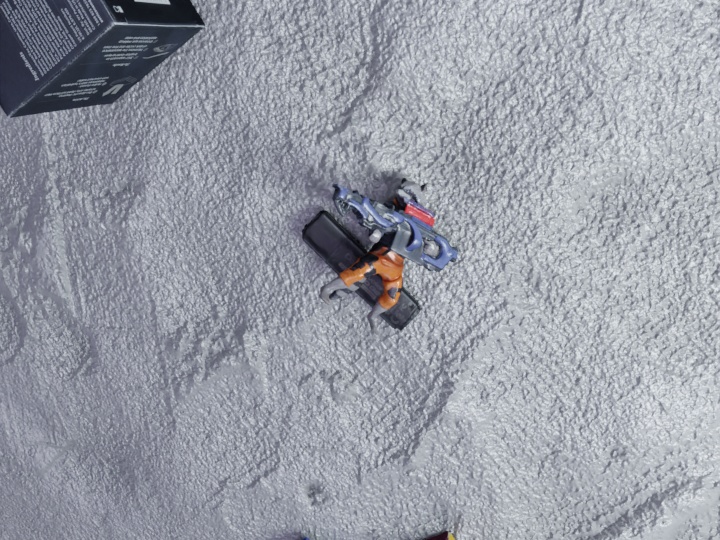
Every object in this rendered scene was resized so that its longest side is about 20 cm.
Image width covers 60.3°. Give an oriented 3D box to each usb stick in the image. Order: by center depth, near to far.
[{"bbox_3d":[0.000,0.000,0.866,0.200,0.033,0.055,44,106,-2],"label":"usb stick"}]

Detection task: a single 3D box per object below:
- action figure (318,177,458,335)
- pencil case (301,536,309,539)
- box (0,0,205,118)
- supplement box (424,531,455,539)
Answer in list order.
[{"bbox_3d":[0.015,-0.038,0.796,0.199,0.104,0.195,34,90,-27],"label":"action figure"},{"bbox_3d":[-0.034,0.530,1.037,0.198,0.079,0.087,30,149,4],"label":"pencil case"},{"bbox_3d":[-0.336,-0.298,0.764,0.198,0.197,0.119,-28,100,23],"label":"box"},{"bbox_3d":[0.140,0.543,0.966,0.102,0.131,0.202,-29,100,23],"label":"supplement box"}]
